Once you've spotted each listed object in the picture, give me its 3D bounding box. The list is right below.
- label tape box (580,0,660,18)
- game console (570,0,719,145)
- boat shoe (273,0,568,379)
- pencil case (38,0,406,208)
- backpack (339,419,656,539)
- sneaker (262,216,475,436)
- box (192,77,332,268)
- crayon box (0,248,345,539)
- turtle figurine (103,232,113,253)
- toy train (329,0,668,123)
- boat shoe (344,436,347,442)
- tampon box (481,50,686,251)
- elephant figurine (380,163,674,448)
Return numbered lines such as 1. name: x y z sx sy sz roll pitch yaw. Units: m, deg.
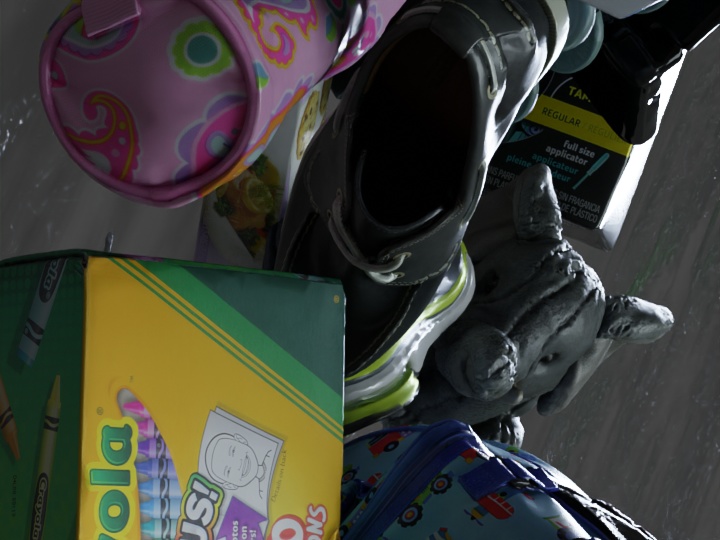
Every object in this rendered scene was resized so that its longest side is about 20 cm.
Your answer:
1. label tape box: 0.069 -0.168 0.847 0.066 0.200 0.143 -41 -131 29
2. game console: 0.112 -0.182 1.063 0.116 0.200 0.176 -34 166 -3
3. boat shoe: 0.007 -0.029 0.871 0.068 0.072 0.200 -54 174 -51
4. pencil case: -0.043 -0.093 0.852 0.200 0.087 0.087 -51 159 -61
5. backpack: 0.023 0.142 0.928 0.183 0.200 0.135 -46 135 2
6. sneaker: 0.000 0.000 1.036 0.200 0.074 0.081 -66 140 -65
7. box: -0.037 -0.074 1.017 0.041 0.039 0.200 -56 163 -52
8. crayon box: -0.068 0.098 0.818 0.119 0.058 0.200 7 81 -43
9. turtle figurine: -0.087 0.072 0.906 0.200 0.101 0.150 -55 162 -34
10. toy train: 0.048 -0.126 0.990 0.085 0.114 0.200 -28 173 -39
11. boat shoe: -0.039 0.068 1.157 0.061 0.072 0.201 -156 -102 -76
12. tampon box: 0.104 -0.133 1.316 0.126 0.150 0.200 29 81 -80
13. elephant figurine: 0.082 0.022 1.162 0.200 0.141 0.155 147 -45 -61
